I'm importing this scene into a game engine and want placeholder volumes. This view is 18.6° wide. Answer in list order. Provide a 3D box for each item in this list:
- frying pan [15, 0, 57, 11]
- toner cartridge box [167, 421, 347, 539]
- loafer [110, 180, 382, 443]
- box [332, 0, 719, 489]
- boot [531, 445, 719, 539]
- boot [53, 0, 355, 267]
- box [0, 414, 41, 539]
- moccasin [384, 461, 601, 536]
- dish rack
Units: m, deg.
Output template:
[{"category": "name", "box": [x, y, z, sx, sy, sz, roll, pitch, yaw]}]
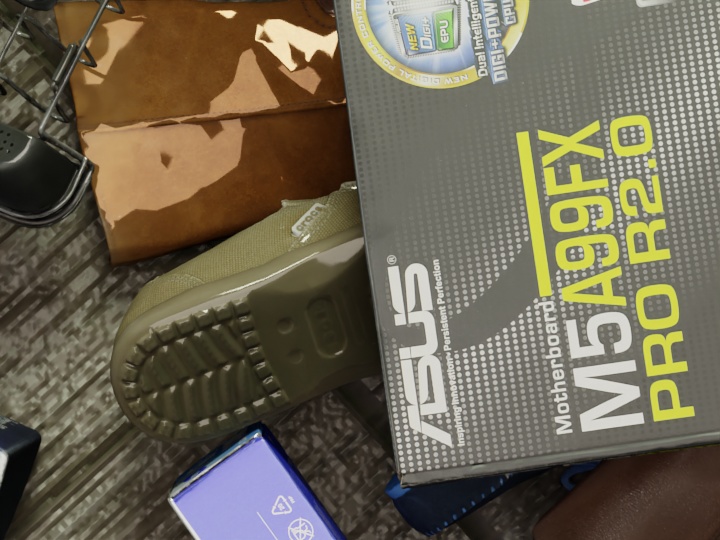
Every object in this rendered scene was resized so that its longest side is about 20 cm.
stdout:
[{"category": "frying pan", "box": [-0.182, -0.169, 0.791, 0.190, 0.031, 0.115, 16, 84, 3]}, {"category": "toner cartridge box", "box": [0.004, 0.150, 0.817, 0.043, 0.095, 0.200, -35, 91, -4]}, {"category": "loafer", "box": [0.000, 0.000, 0.808, 0.200, 0.067, 0.076, -15, 121, -11]}, {"category": "box", "box": [0.078, -0.036, 0.740, 0.160, 0.044, 0.201, -7, 83, 4]}, {"category": "boot", "box": [0.113, 0.038, 0.779, 0.200, 0.064, 0.186, -45, 99, -11]}, {"category": "boot", "box": [-0.017, -0.106, 0.850, 0.199, 0.068, 0.189, -7, 97, 3]}, {"category": "box", "box": [-0.226, 0.068, 0.778, 0.200, 0.148, 0.105, 24, 87, -4]}, {"category": "moccasin", "box": [0.103, 0.043, 0.834, 0.200, 0.080, 0.068, -36, 96, -3]}, {"category": "dish rack", "box": [-0.140, -0.134, 0.821, 0.153, 0.055, 0.200, 24, 82, 12]}]
